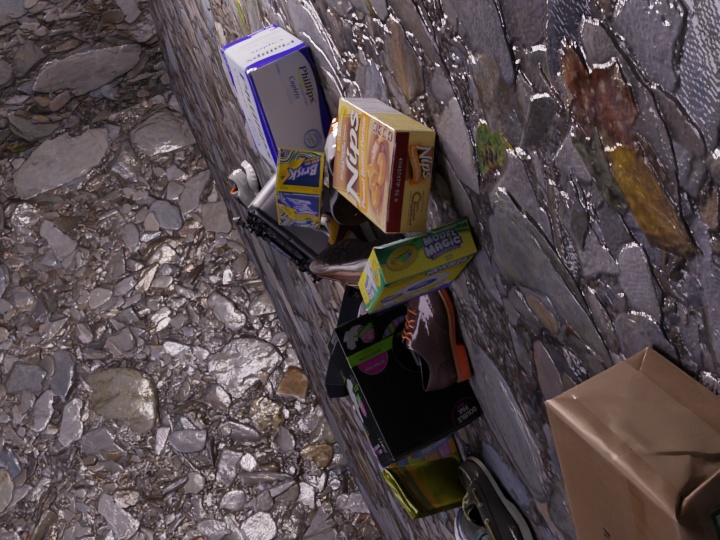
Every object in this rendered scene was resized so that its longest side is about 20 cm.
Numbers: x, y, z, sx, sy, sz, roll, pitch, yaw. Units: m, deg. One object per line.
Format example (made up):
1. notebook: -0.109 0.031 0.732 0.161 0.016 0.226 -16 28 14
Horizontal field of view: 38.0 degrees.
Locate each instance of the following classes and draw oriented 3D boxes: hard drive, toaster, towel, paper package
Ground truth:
1. hard drive: -0.020 0.111 1.780 0.135 0.041 0.204 83 -161 -72
2. toaster: -0.104 -0.083 1.768 0.199 0.120 0.181 37 169 -3
3. towel: 0.113 0.323 1.577 0.198 0.018 0.086 4 -137 -54
4. paper package: 0.242 0.193 0.794 0.191 0.102 0.203 44 155 61

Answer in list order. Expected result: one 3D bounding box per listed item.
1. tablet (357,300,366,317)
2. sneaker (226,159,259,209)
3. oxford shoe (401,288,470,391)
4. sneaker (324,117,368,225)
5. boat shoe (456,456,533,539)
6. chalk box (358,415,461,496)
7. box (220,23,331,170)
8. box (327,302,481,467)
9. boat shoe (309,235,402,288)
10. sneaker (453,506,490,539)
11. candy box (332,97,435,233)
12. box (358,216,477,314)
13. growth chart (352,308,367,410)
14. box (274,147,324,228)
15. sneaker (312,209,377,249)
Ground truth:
1. tablet: 0.004 0.107 1.736 0.200 0.013 0.133 -22 -58 -84
2. sneaker: -0.295 -0.191 2.741 0.074 0.078 0.203 48 160 54
3. oxford shoe: 0.086 0.069 1.391 0.071 0.071 0.203 -145 33 -71
4. sneaker: -0.013 -0.143 1.499 0.201 0.071 0.086 87 177 -60
5. boat shoe: 0.183 0.346 1.527 0.202 0.059 0.073 50 163 58
6. chalk box: 0.085 0.288 1.737 0.124 0.122 0.203 40 152 65
7. box: -0.129 -0.272 1.664 0.200 0.103 0.187 47 158 61
8. box: 0.060 0.157 1.506 0.124 0.146 0.203 114 132 -74
9. boat shoe: 0.000 0.000 1.532 0.198 0.076 0.073 0 127 50
10. sneaker: 0.215 0.431 1.546 0.201 0.077 0.087 54 161 13
11. candy box: 0.024 -0.129 1.235 0.200 0.054 0.118 -136 48 -62
12. box: 0.065 -0.006 1.215 0.200 0.115 0.049 106 144 -74
13. growth chart: 0.013 0.113 1.679 0.146 0.017 0.203 -72 -10 -55
14. box: -0.088 -0.118 1.542 0.200 0.068 0.066 103 171 -78
15. sneaker: -0.005 -0.015 1.625 0.076 0.089 0.202 81 162 -55
